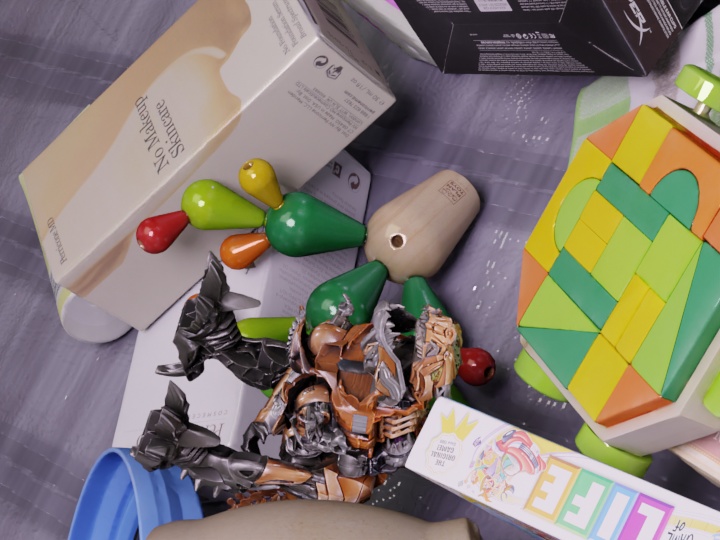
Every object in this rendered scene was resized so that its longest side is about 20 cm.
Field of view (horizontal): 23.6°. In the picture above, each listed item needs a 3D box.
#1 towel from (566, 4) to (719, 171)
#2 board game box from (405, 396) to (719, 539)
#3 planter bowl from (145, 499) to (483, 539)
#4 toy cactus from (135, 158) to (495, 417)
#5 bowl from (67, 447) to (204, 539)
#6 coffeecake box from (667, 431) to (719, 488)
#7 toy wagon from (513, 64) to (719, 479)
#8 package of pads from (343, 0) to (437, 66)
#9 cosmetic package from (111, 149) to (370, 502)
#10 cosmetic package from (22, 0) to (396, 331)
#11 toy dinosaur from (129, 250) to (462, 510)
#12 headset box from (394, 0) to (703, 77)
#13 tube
[{"bbox_3d":[0.156,-0.070,0.795,0.200,0.031,0.150,-30,33,49],"label":"towel"},{"bbox_3d":[0.129,0.115,0.682,0.200,0.134,0.034,20,79,49],"label":"board game box"},{"bbox_3d":[0.006,0.183,0.735,0.134,0.200,0.201,-20,49,5],"label":"planter bowl"},{"bbox_3d":[0.000,0.000,0.888,0.200,0.102,0.165,35,58,19],"label":"toy cactus"},{"bbox_3d":[-0.120,0.193,0.882,0.201,0.039,0.201,-171,90,-70],"label":"bowl"},{"bbox_3d":[0.238,0.029,0.677,0.200,0.073,0.153,-57,40,0],"label":"coffeecake box"},{"bbox_3d":[0.130,0.008,0.698,0.155,0.039,0.200,-62,26,15],"label":"toy wagon"},{"bbox_3d":[0.020,-0.227,0.951,0.155,0.200,0.068,-57,37,-1],"label":"package of pads"},{"bbox_3d":[-0.066,0.024,0.974,0.101,0.074,0.201,-12,56,39],"label":"cosmetic package"},{"bbox_3d":[-0.087,-0.073,0.947,0.200,0.071,0.105,-42,45,14],"label":"cosmetic package"},{"bbox_3d":[-0.028,0.073,0.780,0.102,0.135,0.200,-86,21,-57],"label":"toy dinosaur"},{"bbox_3d":[0.127,-0.194,0.884,0.149,0.077,0.200,8,52,49],"label":"headset box"},{"bbox_3d":[-0.188,-0.033,1.150,0.058,0.052,0.200,-12,40,-13],"label":"tube"}]
